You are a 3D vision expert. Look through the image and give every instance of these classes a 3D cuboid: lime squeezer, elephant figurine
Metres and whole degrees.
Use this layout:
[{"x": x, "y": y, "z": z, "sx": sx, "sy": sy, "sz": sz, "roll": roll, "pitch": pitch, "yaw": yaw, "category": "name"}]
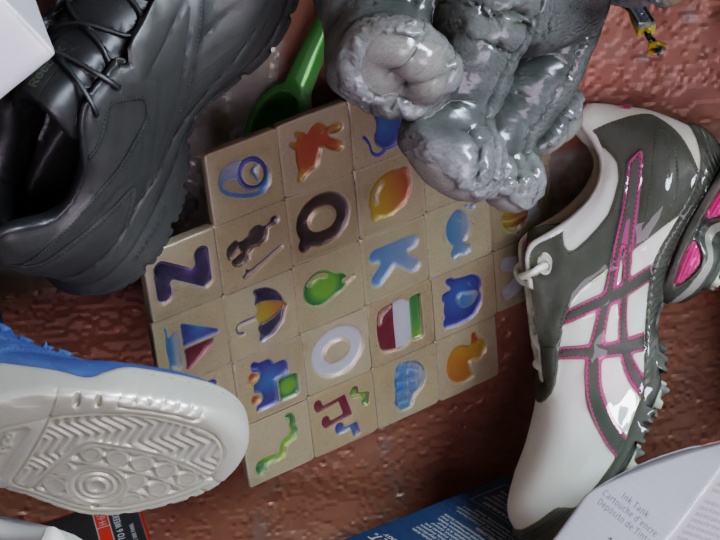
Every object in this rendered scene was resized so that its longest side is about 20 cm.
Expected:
[{"x": -0.019, "y": -0.045, "z": 0.909, "sx": 0.070, "sy": 0.038, "sz": 0.201, "roll": -7, "pitch": 120, "yaw": -14, "category": "lime squeezer"}, {"x": 0.081, "y": -0.129, "z": 0.788, "sx": 0.155, "sy": 0.142, "sz": 0.200, "roll": 40, "pitch": 112, "yaw": -8, "category": "elephant figurine"}]

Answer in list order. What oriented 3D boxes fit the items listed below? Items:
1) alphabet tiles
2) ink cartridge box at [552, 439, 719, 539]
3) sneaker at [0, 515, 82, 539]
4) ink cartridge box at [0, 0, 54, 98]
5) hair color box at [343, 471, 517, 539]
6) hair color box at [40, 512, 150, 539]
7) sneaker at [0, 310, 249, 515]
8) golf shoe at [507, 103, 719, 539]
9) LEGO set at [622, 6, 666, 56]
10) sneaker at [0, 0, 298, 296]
[{"x": 0.000, "y": 0.000, "z": 0.925, "sx": 0.200, "sy": 0.006, "sz": 0.167, "roll": -23, "pitch": 126, "yaw": -24, "category": "alphabet tiles"}, {"x": 0.152, "y": 0.097, "z": 0.956, "sx": 0.200, "sy": 0.050, "sz": 0.161, "roll": -56, "pitch": 154, "yaw": 4, "category": "ink cartridge box"}, {"x": -0.104, "y": 0.150, "z": 0.857, "sx": 0.070, "sy": 0.199, "sz": 0.093, "roll": -60, "pitch": 165, "yaw": -24, "category": "sneaker"}, {"x": -0.182, "y": -0.086, "z": 0.786, "sx": 0.200, "sy": 0.116, "sz": 0.067, "roll": -38, "pitch": 123, "yaw": 7, "category": "ink cartridge box"}, {"x": 0.027, "y": 0.164, "z": 0.982, "sx": 0.200, "sy": 0.060, "sz": 0.100, "roll": -16, "pitch": 127, "yaw": -43, "category": "hair color box"}, {"x": -0.178, "y": 0.178, "z": 0.952, "sx": 0.199, "sy": 0.102, "sz": 0.061, "roll": -18, "pitch": 125, "yaw": -7, "category": "hair color box"}, {"x": -0.143, "y": 0.035, "z": 0.864, "sx": 0.199, "sy": 0.111, "sz": 0.077, "roll": -3, "pitch": 134, "yaw": 3, "category": "sneaker"}, {"x": 0.098, "y": 0.024, "z": 0.959, "sx": 0.088, "sy": 0.077, "sz": 0.201, "roll": 24, "pitch": 91, "yaw": -9, "category": "golf shoe"}, {"x": 0.182, "y": -0.097, "z": 0.864, "sx": 0.153, "sy": 0.200, "sz": 0.116, "roll": -22, "pitch": 128, "yaw": -29, "category": "LEGO set"}, {"x": -0.086, "y": -0.083, "z": 0.813, "sx": 0.091, "sy": 0.076, "sz": 0.201, "roll": 7, "pitch": 107, "yaw": -64, "category": "sneaker"}]
